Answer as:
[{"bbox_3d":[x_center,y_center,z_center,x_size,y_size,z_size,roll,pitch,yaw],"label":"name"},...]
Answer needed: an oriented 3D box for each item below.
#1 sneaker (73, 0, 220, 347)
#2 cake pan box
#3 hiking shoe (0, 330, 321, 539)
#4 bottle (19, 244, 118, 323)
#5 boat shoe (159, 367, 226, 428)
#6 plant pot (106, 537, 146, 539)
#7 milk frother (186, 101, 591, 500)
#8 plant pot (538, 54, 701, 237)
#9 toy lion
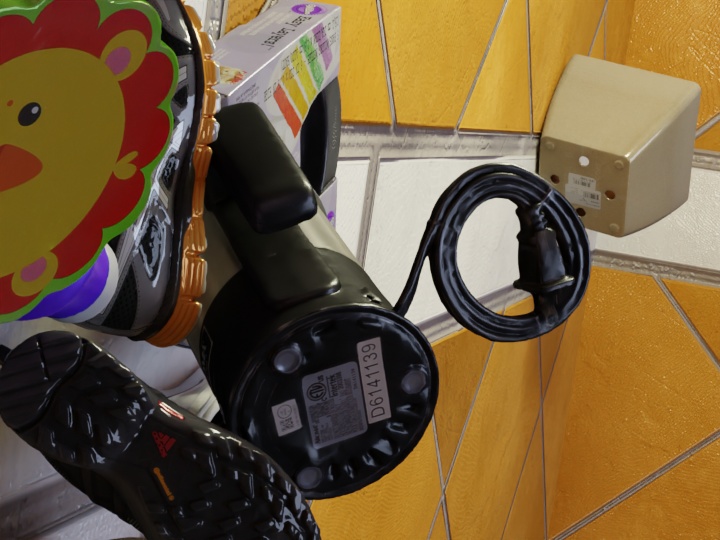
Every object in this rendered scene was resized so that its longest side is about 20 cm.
[{"bbox_3d":[-0.123,-0.062,0.778,0.077,0.078,0.202,4,82,-34],"label":"sneaker"},{"bbox_3d":[-0.067,-0.068,0.994,0.200,0.052,0.186,-50,149,-58],"label":"cake pan box"},{"bbox_3d":[-0.098,0.098,0.742,0.076,0.200,0.101,-47,-164,-10],"label":"hiking shoe"},{"bbox_3d":[-0.165,-0.022,0.644,0.066,0.083,0.200,59,5,20],"label":"bottle"},{"bbox_3d":[-0.093,0.105,0.982,0.200,0.065,0.074,-27,125,-69],"label":"boat shoe"},{"bbox_3d":[-0.136,0.222,0.745,0.183,0.199,0.202,-39,138,-82],"label":"plant pot"},{"bbox_3d":[0.000,0.000,0.837,0.188,0.198,0.182,-126,-140,-55],"label":"milk frother"},{"bbox_3d":[0.349,-0.161,2.098,0.177,0.199,0.201,-45,144,-44],"label":"plant pot"},{"bbox_3d":[-0.154,-0.020,0.516,0.191,0.069,0.201,2,123,-57],"label":"toy lion"}]
